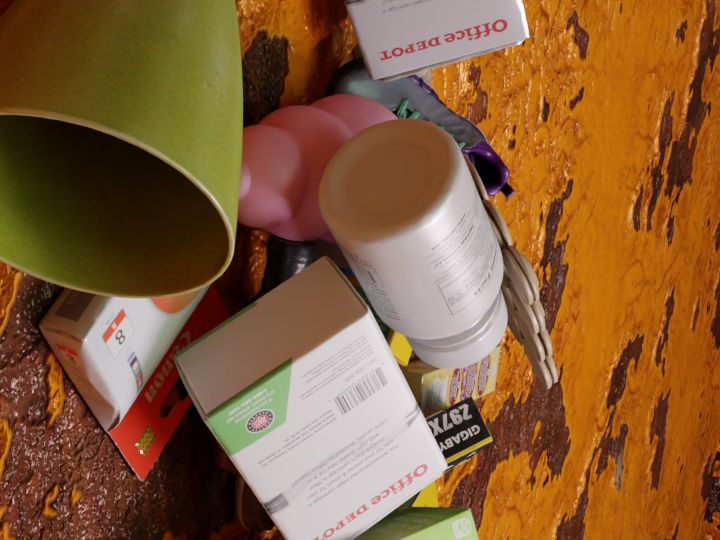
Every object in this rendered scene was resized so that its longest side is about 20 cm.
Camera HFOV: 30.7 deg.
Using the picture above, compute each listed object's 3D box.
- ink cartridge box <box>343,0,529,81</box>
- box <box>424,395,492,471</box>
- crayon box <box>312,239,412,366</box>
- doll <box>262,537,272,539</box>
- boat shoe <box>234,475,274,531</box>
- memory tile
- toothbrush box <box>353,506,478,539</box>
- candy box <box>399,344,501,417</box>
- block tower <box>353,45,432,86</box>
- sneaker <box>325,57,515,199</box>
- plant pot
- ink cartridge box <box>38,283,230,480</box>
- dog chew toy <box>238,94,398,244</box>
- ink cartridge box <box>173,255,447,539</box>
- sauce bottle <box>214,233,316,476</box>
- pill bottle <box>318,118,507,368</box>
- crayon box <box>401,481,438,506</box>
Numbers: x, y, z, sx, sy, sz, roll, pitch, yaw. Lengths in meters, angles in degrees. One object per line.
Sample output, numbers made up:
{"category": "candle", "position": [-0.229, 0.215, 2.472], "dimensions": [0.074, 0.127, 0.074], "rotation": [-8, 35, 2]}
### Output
{"category": "ink cartridge box", "position": [0.048, -0.274, 1.076], "dimensions": [0.085, 0.142, 0.202], "rotation": [-92, 166, -49]}
{"category": "box", "position": [0.036, 0.184, 1.230], "dimensions": [0.200, 0.158, 0.050], "rotation": [97, -31, -77]}
{"category": "crayon box", "position": [0.000, 0.000, 1.164], "dimensions": [0.052, 0.124, 0.203], "rotation": [38, 68, -61]}
{"category": "doll", "position": [-0.095, 0.315, 1.203], "dimensions": [0.200, 0.048, 0.138], "rotation": [-40, 137, -47]}
{"category": "boat shoe", "position": [-0.053, 0.143, 1.188], "dimensions": [0.202, 0.067, 0.072], "rotation": [-66, 152, -21]}
{"category": "memory tile", "position": [0.126, 0.003, 1.142], "dimensions": [0.017, 0.154, 0.201], "rotation": [-26, 146, -2]}
{"category": "toothbrush box", "position": [-0.010, 0.272, 1.108], "dimensions": [0.198, 0.145, 0.087], "rotation": [-19, 91, -29]}
{"category": "candy box", "position": [0.052, 0.101, 1.326], "dimensions": [0.199, 0.115, 0.057], "rotation": [-14, 114, -61]}
{"category": "block tower", "position": [0.039, -0.132, 1.263], "dimensions": [0.058, 0.053, 0.202], "rotation": [-51, 143, -40]}
{"category": "sneaker", "position": [0.061, -0.125, 1.173], "dimensions": [0.198, 0.088, 0.075], "rotation": [21, 106, -38]}
{"category": "plant pot", "position": [-0.146, -0.118, 0.793], "dimensions": [0.188, 0.184, 0.203], "rotation": [61, 33, -54]}
{"category": "ink cartridge box", "position": [-0.145, 0.047, 0.983], "dimensions": [0.163, 0.050, 0.201], "rotation": [-59, 146, -31]}
{"category": "dog chew toy", "position": [-0.041, -0.079, 1.061], "dimensions": [0.199, 0.123, 0.127], "rotation": [-11, 111, -54]}
{"category": "ink cartridge box", "position": [-0.035, 0.114, 1.024], "dimensions": [0.145, 0.084, 0.201], "rotation": [-32, 131, -7]}
{"category": "sauce bottle", "position": [-0.077, 0.071, 1.102], "dimensions": [0.066, 0.065, 0.203], "rotation": [-11, 114, -62]}
{"category": "pill bottle", "position": [0.051, -0.013, 1.025], "dimensions": [0.115, 0.113, 0.201], "rotation": [-63, 147, -26]}
{"category": "crayon box", "position": [0.025, 0.344, 1.447], "dimensions": [0.200, 0.058, 0.174], "rotation": [-52, 144, -41]}
